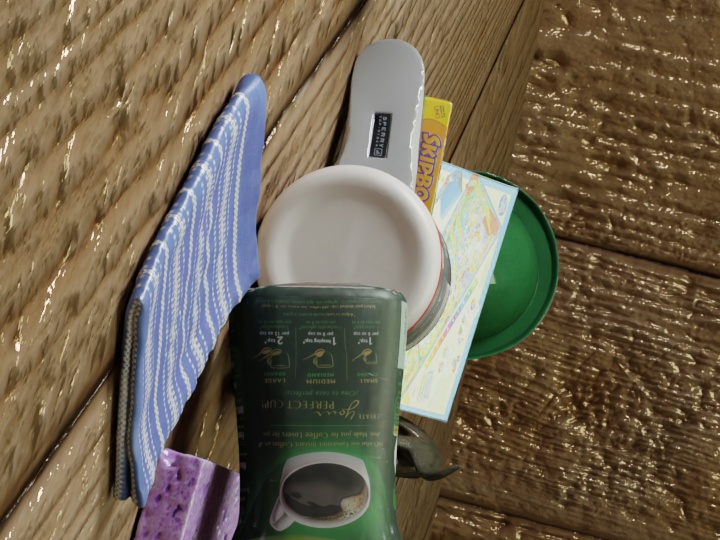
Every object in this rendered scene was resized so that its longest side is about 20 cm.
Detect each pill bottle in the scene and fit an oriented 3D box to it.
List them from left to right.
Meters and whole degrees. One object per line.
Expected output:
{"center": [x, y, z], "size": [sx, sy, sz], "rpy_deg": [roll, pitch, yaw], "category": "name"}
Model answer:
{"center": [0.000, 0.000, 1.437], "size": [0.200, 0.116, 0.116], "rpy_deg": [44, 60, -83], "category": "pill bottle"}

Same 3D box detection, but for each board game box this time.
{"center": [0.039, -0.031, 1.679], "size": [0.096, 0.030, 0.201], "rpy_deg": [-83, -173, -85], "category": "board game box"}
{"center": [0.042, 0.011, 1.772], "size": [0.134, 0.034, 0.201], "rpy_deg": [18, 89, -41], "category": "board game box"}

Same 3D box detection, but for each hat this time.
{"center": [0.087, -0.008, 1.837], "size": [0.176, 0.199, 0.166], "rpy_deg": [167, -80, -81], "category": "hat"}

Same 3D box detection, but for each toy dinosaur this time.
{"center": [0.016, 0.140, 1.797], "size": [0.102, 0.200, 0.077], "rpy_deg": [22, 68, -46], "category": "toy dinosaur"}

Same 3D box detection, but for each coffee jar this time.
{"center": [-0.025, 0.110, 1.270], "size": [0.085, 0.104, 0.201], "rpy_deg": [135, -44, -80], "category": "coffee jar"}

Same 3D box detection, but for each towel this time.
{"center": [-0.084, 0.007, 1.143], "size": [0.200, 0.024, 0.145], "rpy_deg": [-68, 169, -49], "category": "towel"}

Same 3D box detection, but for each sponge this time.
{"center": [-0.102, 0.166, 1.292], "size": [0.200, 0.030, 0.112], "rpy_deg": [60, 43, -81], "category": "sponge"}

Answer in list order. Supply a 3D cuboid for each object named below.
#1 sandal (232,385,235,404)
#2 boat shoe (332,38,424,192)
{"center": [-0.054, 0.078, 1.411], "size": [0.055, 0.082, 0.200], "rpy_deg": [-52, 174, -14], "category": "sandal"}
{"center": [0.008, -0.064, 1.597], "size": [0.070, 0.071, 0.201], "rpy_deg": [79, 19, -69], "category": "boat shoe"}
